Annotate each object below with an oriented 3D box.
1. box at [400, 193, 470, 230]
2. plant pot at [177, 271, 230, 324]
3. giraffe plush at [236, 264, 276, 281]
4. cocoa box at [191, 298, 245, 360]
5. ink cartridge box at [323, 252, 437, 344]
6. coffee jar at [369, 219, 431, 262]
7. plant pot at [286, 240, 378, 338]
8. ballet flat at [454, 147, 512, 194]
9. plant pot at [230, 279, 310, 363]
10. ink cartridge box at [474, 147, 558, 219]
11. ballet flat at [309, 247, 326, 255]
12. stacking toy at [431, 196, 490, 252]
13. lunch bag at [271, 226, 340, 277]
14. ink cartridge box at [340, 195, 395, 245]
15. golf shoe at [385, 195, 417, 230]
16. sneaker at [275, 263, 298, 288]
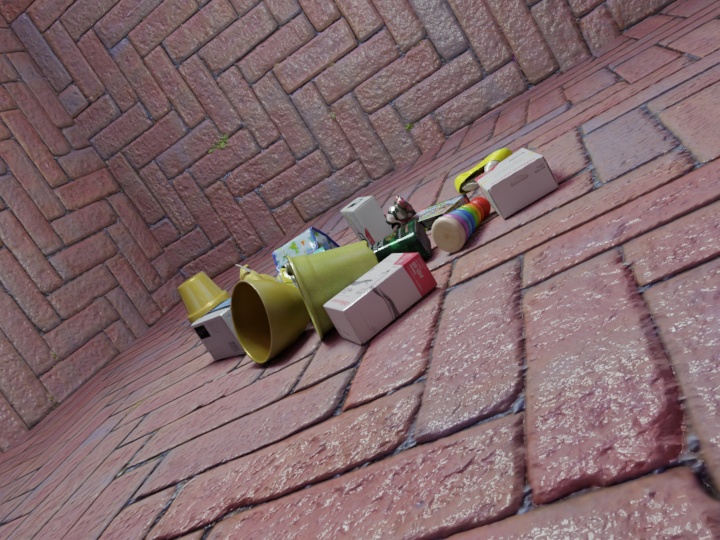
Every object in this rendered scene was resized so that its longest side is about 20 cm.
[{"bbox_3d":[0.211,-0.155,1.769,0.110,0.035,0.199,-40,14,-31],"label":"box"},{"bbox_3d":[-0.671,0.117,2.636,0.200,0.190,0.201,-32,12,8],"label":"plant pot"},{"bbox_3d":[-0.357,0.092,2.046,0.163,0.199,0.173,-61,13,7],"label":"giraffe plush"},{"bbox_3d":[-0.368,0.159,1.796,0.199,0.134,0.131,-19,17,49],"label":"cocoa box"},{"bbox_3d":[0.038,0.053,1.278,0.199,0.083,0.146,-36,12,-16],"label":"ink cartridge box"},{"bbox_3d":[0.072,-0.036,1.522,0.199,0.086,0.105,-29,26,20],"label":"coffee jar"},{"bbox_3d":[-0.046,0.026,1.410,0.183,0.202,0.200,-23,11,-7],"label":"plant pot"},{"bbox_3d":[0.367,-0.287,1.852,0.199,0.067,0.067,-29,33,31],"label":"ballet flat"},{"bbox_3d":[-0.207,0.109,1.514,0.141,0.202,0.199,-14,-1,-37],"label":"plant pot"},{"bbox_3d":[0.361,-0.207,1.461,0.144,0.084,0.200,-31,12,11],"label":"ink cartridge box"},{"bbox_3d":[-0.056,-0.005,1.592,0.070,0.068,0.200,-44,50,-10],"label":"ballet flat"},{"bbox_3d":[0.248,-0.119,1.449,0.085,0.086,0.200,-20,11,46],"label":"stacking toy"},{"bbox_3d":[-0.144,-0.022,1.911,0.169,0.129,0.199,-28,-27,22],"label":"lunch bag"},{"bbox_3d":[0.024,-0.153,1.985,0.083,0.146,0.200,-36,12,-8],"label":"ink cartridge box"},{"bbox_3d":[0.118,-0.163,1.874,0.092,0.072,0.200,-53,-17,5],"label":"golf shoe"},{"bbox_3d":[-0.136,0.045,1.586,0.198,0.077,0.075,20,24,23],"label":"sneaker"}]
